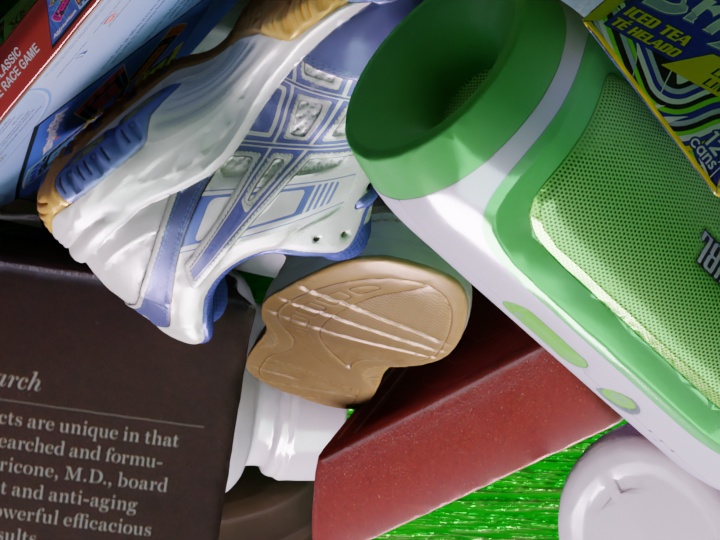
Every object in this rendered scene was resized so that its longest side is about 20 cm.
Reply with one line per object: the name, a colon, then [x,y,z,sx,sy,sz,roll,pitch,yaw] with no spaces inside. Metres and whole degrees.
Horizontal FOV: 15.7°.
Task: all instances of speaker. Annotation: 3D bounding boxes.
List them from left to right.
speaker: [0.088,-0.007,0.837,0.088,0.088,0.200,-23,129,38]

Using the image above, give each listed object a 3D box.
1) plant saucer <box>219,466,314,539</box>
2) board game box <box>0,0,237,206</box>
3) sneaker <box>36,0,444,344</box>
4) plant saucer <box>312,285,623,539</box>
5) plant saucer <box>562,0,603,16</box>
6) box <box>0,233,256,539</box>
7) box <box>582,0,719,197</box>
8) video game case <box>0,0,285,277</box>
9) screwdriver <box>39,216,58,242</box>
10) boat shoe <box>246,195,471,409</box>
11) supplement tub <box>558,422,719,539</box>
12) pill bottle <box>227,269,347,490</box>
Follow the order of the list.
plant saucer: [-0.105,0.092,1.220,0.200,0.029,0.200,8,-160,-3]
board game box: [-0.082,-0.079,0.871,0.103,0.019,0.200,-26,167,-47]
sneaker: [-0.012,-0.054,0.876,0.200,0.075,0.088,-35,105,22]
plant saucer: [0.075,0.019,1.068,0.037,0.200,0.200,50,138,-9]
plant saucer: [0.062,-0.070,0.953,0.201,0.039,0.201,-6,150,-4]
box: [-0.141,0.089,0.995,0.164,0.200,0.166,8,-177,-9]
box: [0.142,-0.055,0.809,0.064,0.070,0.200,-41,160,15]
video game case: [-0.068,-0.055,1.029,0.200,0.024,0.182,13,152,-31]
screwdriver: [-0.028,-0.026,1.043,0.200,0.028,0.029,-2,-175,-7]
boat shoe: [0.000,0.000,1.011,0.071,0.069,0.200,22,163,-10]
supplement tub: [0.200,0.109,1.252,0.200,0.123,0.123,-18,172,-42]
pill bottle: [-0.110,0.046,1.141,0.200,0.112,0.112,4,156,-11]
